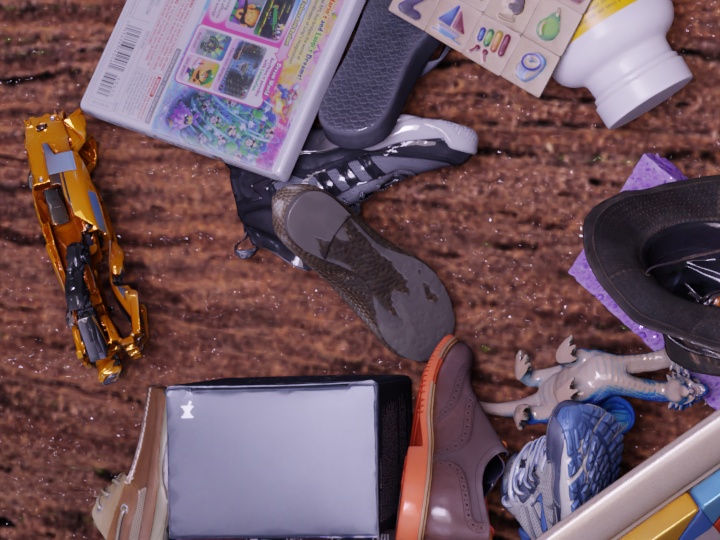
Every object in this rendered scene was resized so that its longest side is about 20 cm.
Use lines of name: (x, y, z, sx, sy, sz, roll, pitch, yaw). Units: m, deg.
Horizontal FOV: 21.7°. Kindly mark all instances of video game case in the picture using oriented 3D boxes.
video game case: (-0.096, -0.184, 1.426, 0.181, 0.024, 0.201, 19, 80, 22)

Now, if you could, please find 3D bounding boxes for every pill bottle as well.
pill bottle: (0.161, -0.207, 1.384, 0.104, 0.104, 0.201, -32, 84, 6)

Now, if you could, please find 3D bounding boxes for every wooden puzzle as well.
wooden puzzle: (0.226, 0.188, 1.324, 0.185, 0.200, 0.037, -36, 55, 6)

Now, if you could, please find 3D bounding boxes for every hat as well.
hat: (0.243, 0.018, 1.274, 0.199, 0.201, 0.081, 5, 127, 8)

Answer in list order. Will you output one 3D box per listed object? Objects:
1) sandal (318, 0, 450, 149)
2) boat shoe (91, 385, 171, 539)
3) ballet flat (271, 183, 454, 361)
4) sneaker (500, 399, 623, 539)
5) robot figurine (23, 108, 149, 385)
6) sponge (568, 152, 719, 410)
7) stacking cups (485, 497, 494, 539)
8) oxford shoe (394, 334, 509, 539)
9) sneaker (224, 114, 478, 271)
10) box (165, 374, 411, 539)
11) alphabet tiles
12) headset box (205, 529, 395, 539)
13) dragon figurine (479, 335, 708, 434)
sandal: (0.030, -0.166, 1.407, 0.076, 0.043, 0.201, 18, 62, 30)
boat shoe: (-0.170, 0.188, 1.436, 0.073, 0.076, 0.201, 5, 88, 12)
ballet flat: (0.000, 0.000, 1.387, 0.046, 0.200, 0.068, 23, 76, 52)
sneaker: (0.136, 0.155, 1.343, 0.085, 0.201, 0.077, 20, 57, 22)
robot figurine: (-0.205, -0.014, 1.419, 0.058, 0.145, 0.201, -17, 81, -4)
sponge: (0.249, 0.020, 1.356, 0.200, 0.030, 0.112, 45, 117, 25)
stacking cups: (0.083, 0.249, 1.373, 0.060, 0.061, 0.201, -5, 59, 8)
oxford shoe: (0.071, 0.126, 1.360, 0.072, 0.201, 0.071, 9, 132, 3)
sneaker: (-0.007, -0.056, 1.422, 0.199, 0.075, 0.115, -3, 88, 14)
box: (-0.045, 0.131, 1.356, 0.147, 0.200, 0.108, -1, 88, 9)
alphabet tiles: (0.084, -0.246, 1.351, 0.199, 0.008, 0.168, 32, 106, 16)
headset box: (-0.047, 0.259, 1.372, 0.199, 0.149, 0.078, -2, 50, 9)
dragon figurine: (0.165, 0.090, 1.367, 0.099, 0.200, 0.059, 13, 64, -30)
